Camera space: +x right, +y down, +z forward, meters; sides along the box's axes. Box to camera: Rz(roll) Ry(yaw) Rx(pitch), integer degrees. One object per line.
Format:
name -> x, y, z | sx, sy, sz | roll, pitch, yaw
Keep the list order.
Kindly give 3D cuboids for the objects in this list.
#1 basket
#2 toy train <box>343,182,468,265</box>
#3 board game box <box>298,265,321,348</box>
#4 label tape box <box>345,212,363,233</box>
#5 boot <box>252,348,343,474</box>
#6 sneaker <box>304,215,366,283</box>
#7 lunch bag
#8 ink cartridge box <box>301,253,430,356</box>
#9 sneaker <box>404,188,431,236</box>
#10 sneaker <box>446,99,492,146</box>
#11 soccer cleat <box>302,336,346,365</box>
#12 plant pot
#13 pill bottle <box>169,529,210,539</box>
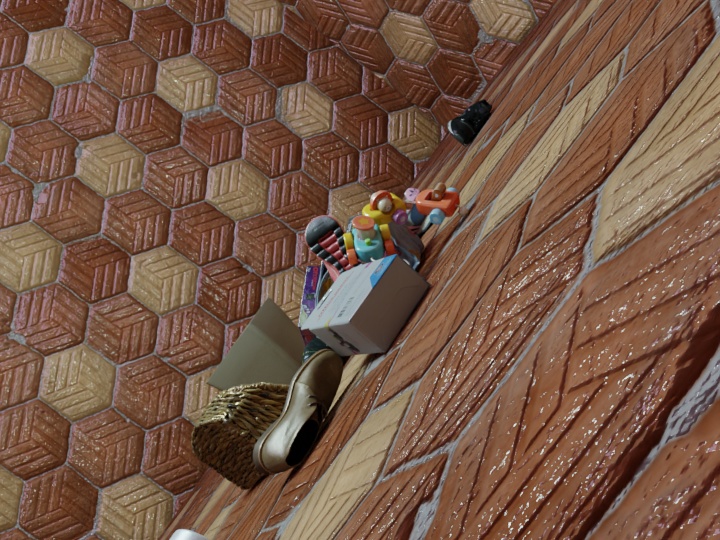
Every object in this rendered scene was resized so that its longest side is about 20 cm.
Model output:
basket -> -0.179, 0.242, 1.530 | 0.149, 0.143, 0.200 | -56, 4, -34
toy train -> 0.059, -0.077, 1.379 | 0.200, 0.150, 0.056 | -50, -41, -38
board game box -> -0.078, 0.091, 1.684 | 0.200, 0.032, 0.120 | 79, -161, -62
label tape box -> 0.000, -0.036, 1.889 | 0.200, 0.066, 0.144 | -13, 62, 62
boot -> -0.064, 0.188, 1.264 | 0.075, 0.074, 0.200 | -19, 33, 49
sneaker -> -0.008, 0.005, 1.435 | 0.074, 0.200, 0.087 | -33, -18, 9
lunch bag -> 0.000, 0.000, 1.574 | 0.200, 0.127, 0.170 | -45, 3, 14
ink cartridge box -> 0.002, 0.053, 1.293 | 0.115, 0.068, 0.200 | -54, 14, -19
sneaker -> 0.091, -0.099, 1.886 | 0.070, 0.082, 0.200 | -55, 3, -39
sneaker -> 0.283, -0.388, 2.391 | 0.088, 0.076, 0.200 | -45, 7, 31
soccer cleat -> -0.040, 0.120, 1.581 | 0.081, 0.068, 0.200 | -36, 11, 32
plant pot -> -0.231, 0.219, 2.304 | 0.200, 0.177, 0.200 | -53, 3, 19
pill bottle -> -0.202, 0.353, 0.896 | 0.200, 0.109, 0.109 | -56, 4, -36
